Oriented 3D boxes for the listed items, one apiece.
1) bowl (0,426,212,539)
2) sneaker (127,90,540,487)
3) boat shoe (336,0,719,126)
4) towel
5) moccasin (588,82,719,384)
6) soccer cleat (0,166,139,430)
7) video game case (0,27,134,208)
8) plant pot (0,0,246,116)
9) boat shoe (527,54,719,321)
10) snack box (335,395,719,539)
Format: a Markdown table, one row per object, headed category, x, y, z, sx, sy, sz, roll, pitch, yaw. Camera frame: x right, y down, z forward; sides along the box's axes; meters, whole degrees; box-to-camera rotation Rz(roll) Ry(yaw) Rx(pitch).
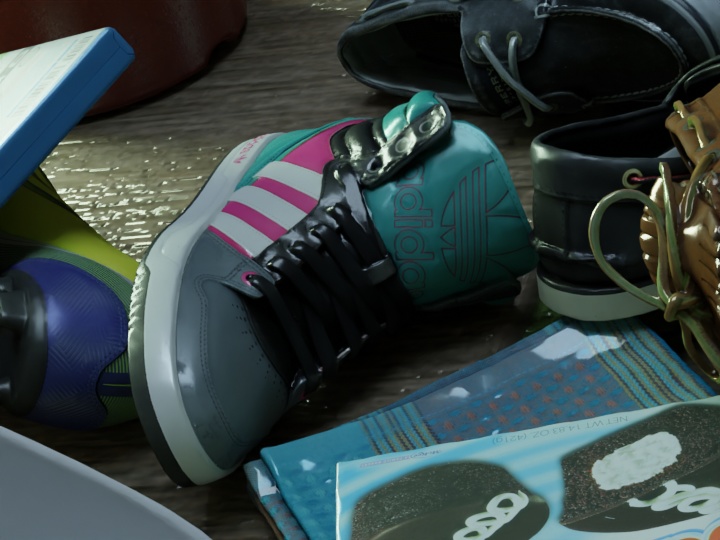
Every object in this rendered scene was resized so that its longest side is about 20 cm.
| category | x | y | z | sx | sy | sz | roll | pitch | yaw |
| --- | --- | --- | --- | --- | --- | --- | --- | --- | --- |
| bowl | -0.138 | 0.129 | 0.617 | 0.200 | 0.075 | 0.200 | 23 | 51 | -8 |
| sneaker | 0.000 | 0.000 | 0.862 | 0.121 | 0.084 | 0.200 | -15 | 26 | 21 |
| boat shoe | 0.071 | -0.088 | 1.004 | 0.071 | 0.072 | 0.200 | -44 | 29 | -27 |
| towel | 0.061 | 0.080 | 0.748 | 0.146 | 0.022 | 0.200 | -23 | 30 | -12 |
| moccasin | 0.113 | -0.007 | 0.715 | 0.078 | 0.074 | 0.201 | -21 | 28 | 16 |
| soccer cleat | -0.113 | 0.008 | 0.938 | 0.084 | 0.065 | 0.200 | 9 | 18 | -19 |
| video game case | -0.180 | -0.032 | 0.965 | 0.143 | 0.018 | 0.200 | -51 | 23 | -22 |
| plant pot | -0.148 | -0.186 | 1.135 | 0.200 | 0.196 | 0.201 | -12 | 28 | 7 |
| boat shoe | 0.143 | -0.044 | 0.868 | 0.201 | 0.063 | 0.074 | -20 | 25 | -31 |
| snack box | 0.093 | 0.082 | 0.676 | 0.200 | 0.037 | 0.116 | -11 | 31 | 6 |
